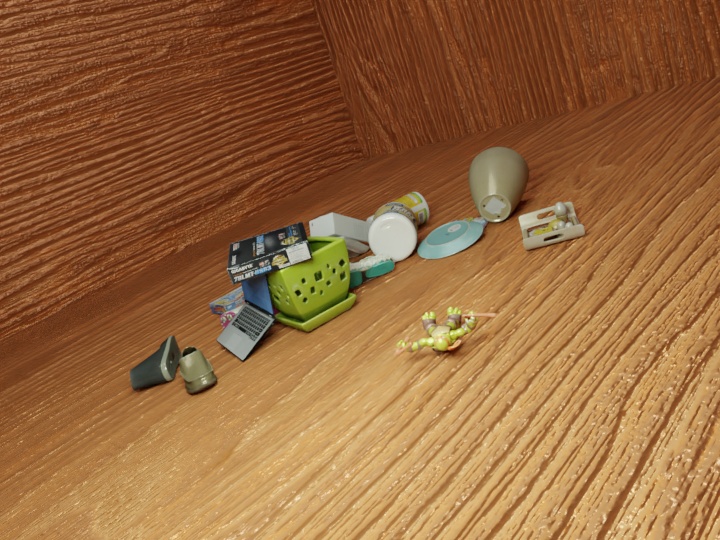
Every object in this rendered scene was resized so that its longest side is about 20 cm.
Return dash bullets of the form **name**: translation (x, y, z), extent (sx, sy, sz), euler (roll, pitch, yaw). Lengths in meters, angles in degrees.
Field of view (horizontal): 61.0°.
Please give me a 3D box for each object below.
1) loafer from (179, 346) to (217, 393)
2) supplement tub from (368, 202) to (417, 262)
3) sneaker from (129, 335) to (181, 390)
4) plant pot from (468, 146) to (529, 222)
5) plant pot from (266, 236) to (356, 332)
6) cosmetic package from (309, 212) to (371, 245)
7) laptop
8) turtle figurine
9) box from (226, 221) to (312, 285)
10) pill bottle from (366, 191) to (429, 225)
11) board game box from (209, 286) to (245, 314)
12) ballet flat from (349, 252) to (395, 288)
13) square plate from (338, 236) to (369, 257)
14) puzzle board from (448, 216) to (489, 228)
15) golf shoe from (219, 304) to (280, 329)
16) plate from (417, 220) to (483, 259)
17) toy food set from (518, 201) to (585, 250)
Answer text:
- **loafer**: translation (-0.391, 0.231, 1.434), extent (0.075, 0.068, 0.199), euler (-27, 17, -22)
- **supplement tub**: translation (0.100, -0.121, 1.827), extent (0.142, 0.147, 0.200), euler (-17, 17, 12)
- **sneaker**: translation (-0.530, 0.234, 1.578), extent (0.105, 0.076, 0.200), euler (-18, 17, -2)
- **plant pot**: translation (0.403, -0.237, 1.814), extent (0.185, 0.189, 0.201), euler (-13, 31, 25)
- **plant pot**: translation (-0.135, 0.036, 1.542), extent (0.197, 0.184, 0.199), euler (-27, 17, -28)
- **cosmetic package**: translation (-0.058, -0.120, 1.928), extent (0.100, 0.073, 0.199), euler (-17, -16, 36)
- **laptop**: translation (-0.302, 0.091, 1.529), extent (0.201, 0.116, 0.186), euler (-53, 32, -13)
- **turtle figurine**: translation (0.161, 0.114, 1.136), extent (0.198, 0.065, 0.161), euler (-26, 7, 13)
- **box**: translation (-0.220, -0.047, 1.475), extent (0.195, 0.050, 0.200), euler (-17, 20, -3)
- **pill bottle**: translation (0.122, -0.175, 2.038), extent (0.198, 0.113, 0.111), euler (-27, 17, -21)
- **board game box**: translation (-0.370, 0.080, 1.957), extent (0.199, 0.035, 0.134), euler (-32, 19, -33)
- **ballet flat**: translation (0.000, 0.000, 1.688), extent (0.197, 0.073, 0.072), euler (-17, 14, -17)
- **square plate**: translation (-0.093, -0.059, 1.945), extent (0.195, 0.029, 0.199), euler (-13, -13, 24)
- **puzzle board**: translation (0.299, -0.120, 1.814), extent (0.149, 0.018, 0.200), euler (-11, 19, 32)
- **golf shoe**: translation (-0.293, 0.115, 1.685), extent (0.197, 0.076, 0.092), euler (-12, 15, 25)
- **plate**: translation (0.250, -0.097, 1.732), extent (0.198, 0.026, 0.201), euler (-23, 23, 10)
- **toy food set**: translation (0.468, -0.117, 1.515), extent (0.141, 0.061, 0.200), euler (-15, 16, 17)
